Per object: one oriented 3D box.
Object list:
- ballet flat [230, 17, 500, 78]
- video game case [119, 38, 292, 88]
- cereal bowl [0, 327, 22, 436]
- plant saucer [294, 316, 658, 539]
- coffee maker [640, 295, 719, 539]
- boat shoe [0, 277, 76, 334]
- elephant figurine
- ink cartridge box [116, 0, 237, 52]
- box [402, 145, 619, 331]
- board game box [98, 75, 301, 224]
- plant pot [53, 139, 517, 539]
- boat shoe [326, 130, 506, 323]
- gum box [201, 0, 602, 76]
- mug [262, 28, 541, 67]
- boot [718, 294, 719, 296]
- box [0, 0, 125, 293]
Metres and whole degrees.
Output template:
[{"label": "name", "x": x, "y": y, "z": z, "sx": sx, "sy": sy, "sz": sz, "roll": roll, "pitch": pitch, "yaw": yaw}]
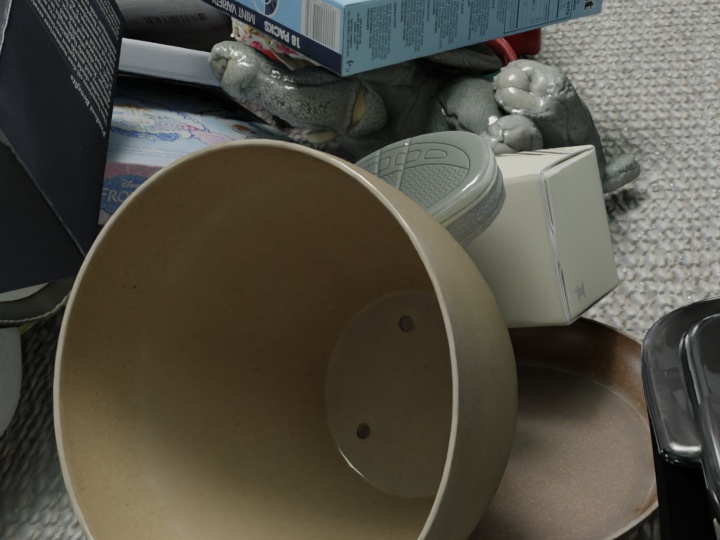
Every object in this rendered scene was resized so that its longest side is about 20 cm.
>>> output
[{"label": "ballet flat", "x": 0.004, "y": -0.142, "z": 1.041, "sx": 0.200, "sy": 0.064, "sz": 0.076, "roll": 28, "pitch": 39, "yaw": -1}, {"label": "video game case", "x": -0.176, "y": -0.144, "z": 1.055, "sx": 0.200, "sy": 0.022, "sz": 0.182, "roll": 3, "pitch": 8, "yaw": -44}, {"label": "cereal bowl", "x": -0.267, "y": 0.079, "z": 0.793, "sx": 0.200, "sy": 0.083, "sz": 0.200, "roll": -7, "pitch": 0, "yaw": 0}, {"label": "plant saucer", "x": 0.061, "y": 0.087, "z": 0.770, "sx": 0.200, "sy": 0.032, "sz": 0.200, "roll": -7, "pitch": 32, "yaw": 4}, {"label": "coffee maker", "x": 0.154, "y": 0.106, "z": 0.558, "sx": 0.135, "sy": 0.200, "sz": 0.192, "roll": -19, "pitch": 33, "yaw": -16}, {"label": "boat shoe", "x": -0.209, "y": 0.004, "z": 0.904, "sx": 0.072, "sy": 0.060, "sz": 0.202, "roll": -43, "pitch": 28, "yaw": -25}, {"label": "elephant figurine", "x": 0.038, "y": -0.092, "z": 0.951, "sx": 0.200, "sy": 0.155, "sz": 0.142, "roll": 31, "pitch": 72, "yaw": 35}, {"label": "ink cartridge box", "x": -0.168, "y": -0.211, "z": 1.147, "sx": 0.147, "sy": 0.086, "sz": 0.200, "roll": -3, "pitch": -4, "yaw": 1}, {"label": "box", "x": 0.029, "y": -0.013, "z": 0.838, "sx": 0.200, "sy": 0.082, "sz": 0.068, "roll": -3, "pitch": 14, "yaw": 33}, {"label": "board game box", "x": -0.131, "y": -0.076, "z": 0.988, "sx": 0.200, "sy": 0.043, "sz": 0.199, "roll": 4, "pitch": 20, "yaw": -36}, {"label": "plant pot", "x": -0.012, "y": 0.052, "z": 0.674, "sx": 0.200, "sy": 0.201, "sz": 0.134, "roll": 14, "pitch": 5, "yaw": 33}, {"label": "boat shoe", "x": -0.001, "y": 0.002, "z": 0.783, "sx": 0.202, "sy": 0.065, "sz": 0.074, "roll": -36, "pitch": 32, "yaw": 32}, {"label": "gum box", "x": 0.019, "y": -0.182, "z": 0.956, "sx": 0.200, "sy": 0.045, "sz": 0.170, "roll": -17, "pitch": 34, "yaw": -33}, {"label": "mug", "x": 0.019, "y": -0.184, "z": 1.117, "sx": 0.200, "sy": 0.134, "sz": 0.178, "roll": -15, "pitch": 31, "yaw": -1}, {"label": "boot", "x": 0.223, "y": -0.003, "z": 0.823, "sx": 0.095, "sy": 0.074, "sz": 0.200, "roll": -14, "pitch": 33, "yaw": -18}, {"label": "box", "x": -0.242, "y": -0.084, "z": 0.826, "sx": 0.200, "sy": 0.123, "sz": 0.199, "roll": -12, "pitch": 46, "yaw": 13}]
